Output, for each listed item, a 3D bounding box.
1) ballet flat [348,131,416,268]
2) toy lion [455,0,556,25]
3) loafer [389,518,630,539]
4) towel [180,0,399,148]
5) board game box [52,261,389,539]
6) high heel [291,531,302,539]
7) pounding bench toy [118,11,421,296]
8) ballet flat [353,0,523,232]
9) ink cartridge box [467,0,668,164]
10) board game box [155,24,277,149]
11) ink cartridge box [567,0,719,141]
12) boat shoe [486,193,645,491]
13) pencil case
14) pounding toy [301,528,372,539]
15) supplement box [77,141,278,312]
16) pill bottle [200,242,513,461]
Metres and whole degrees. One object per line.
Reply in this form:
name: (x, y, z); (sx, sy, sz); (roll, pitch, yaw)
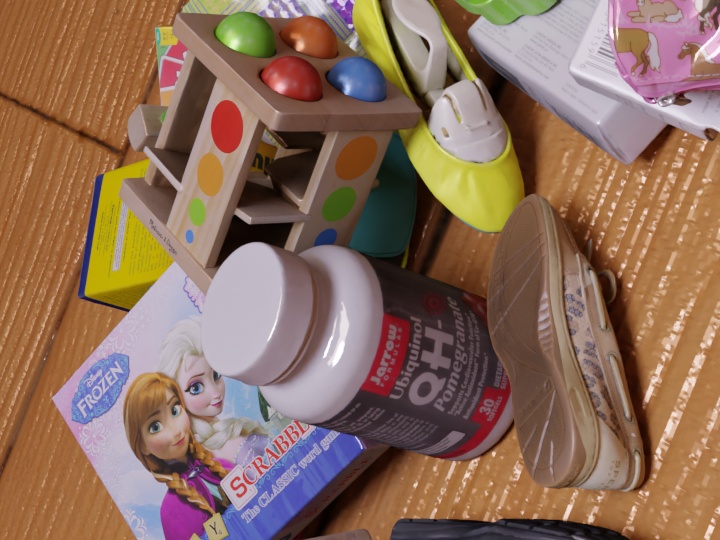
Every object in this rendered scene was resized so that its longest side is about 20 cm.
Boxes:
ballet flat: (0.000, 0.000, 1.081); (0.067, 0.066, 0.202); (-23, 63, 61)
toy lion: (0.137, -0.248, 0.983); (0.199, 0.068, 0.193); (24, 84, 49)
loafer: (0.087, 0.183, 0.894); (0.200, 0.068, 0.071); (-13, 72, 54)
towel: (-0.029, -0.158, 1.111); (0.143, 0.023, 0.200); (-41, 88, 23)
board game box: (-0.104, 0.105, 1.068); (0.200, 0.041, 0.200); (-46, 68, 23)
high heel: (-0.117, 0.228, 1.121); (0.201, 0.067, 0.096); (-54, 32, 18)
pounding bench toy: (-0.080, -0.105, 1.015); (0.200, 0.123, 0.157); (45, 125, 36)
ballet flat: (0.052, -0.120, 1.006); (0.201, 0.066, 0.067); (63, 158, 19)
ink cartridge box: (0.183, -0.183, 0.966); (0.200, 0.057, 0.163); (-44, 40, 0)
board game box: (-0.064, -0.142, 1.158); (0.198, 0.030, 0.097); (2, 104, 20)
ink cartridge box: (0.237, -0.167, 0.854); (0.173, 0.044, 0.201); (27, 93, 19)
boat shoe: (0.124, 0.044, 0.920); (0.073, 0.062, 0.202); (-50, 36, 48)
pencil case: (0.231, -0.136, 0.782); (0.198, 0.087, 0.083); (-4, 26, 22)
pounding toy: (-0.047, 0.271, 0.978); (0.200, 0.141, 0.185); (-45, 59, 40)
supplement box: (-0.125, -0.028, 1.212); (0.199, 0.108, 0.111); (-10, 68, 48)
pill bottle: (0.002, 0.048, 0.946); (0.110, 0.199, 0.112); (-23, 58, 43)
